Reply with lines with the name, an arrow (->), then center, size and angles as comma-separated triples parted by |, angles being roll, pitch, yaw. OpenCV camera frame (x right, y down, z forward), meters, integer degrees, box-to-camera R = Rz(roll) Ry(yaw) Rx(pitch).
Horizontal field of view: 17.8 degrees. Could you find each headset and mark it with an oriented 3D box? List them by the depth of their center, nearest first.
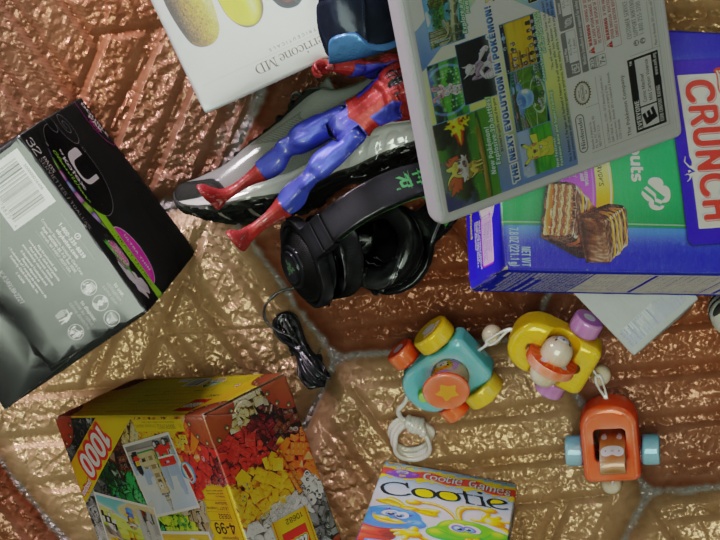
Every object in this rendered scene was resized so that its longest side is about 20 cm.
headset -> 0.000, 0.000, 1.623 | 0.200, 0.123, 0.094 | -43, 67, 40

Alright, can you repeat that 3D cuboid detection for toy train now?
toy train -> 0.115, 0.103, 1.648 | 0.200, 0.056, 0.150 | 1, 116, 7

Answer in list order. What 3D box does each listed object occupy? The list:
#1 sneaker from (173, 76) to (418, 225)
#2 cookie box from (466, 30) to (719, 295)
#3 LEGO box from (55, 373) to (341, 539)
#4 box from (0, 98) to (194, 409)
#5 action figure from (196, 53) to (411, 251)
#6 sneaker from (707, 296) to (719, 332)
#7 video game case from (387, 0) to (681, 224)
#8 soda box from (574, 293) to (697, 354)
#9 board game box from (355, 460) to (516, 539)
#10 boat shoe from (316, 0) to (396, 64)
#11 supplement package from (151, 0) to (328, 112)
sneaker -> -0.041, -0.087, 1.639 | 0.200, 0.074, 0.079 | -21, 77, 11
cookie box -> 0.175, -0.073, 1.552 | 0.200, 0.075, 0.171 | 1, 80, -17
LEGO box -> -0.114, 0.156, 1.629 | 0.200, 0.077, 0.149 | -6, 105, 53
box -> -0.218, -0.017, 1.597 | 0.124, 0.200, 0.149 | -34, 96, 10
action figure -> -0.022, -0.099, 1.550 | 0.200, 0.099, 0.065 | -35, 70, 4
sneaker -> 0.355, 0.039, 1.623 | 0.200, 0.076, 0.116 | -17, 105, 20
video game case -> 0.109, -0.149, 1.445 | 0.182, 0.022, 0.200 | -21, 118, -18
soda box -> 0.147, -0.037, 1.623 | 0.063, 0.068, 0.200 | -43, 95, 11
board game box -> 0.048, 0.218, 1.619 | 0.105, 0.200, 0.103 | 10, 103, 4
boat shoe -> 0.021, -0.189, 1.536 | 0.084, 0.200, 0.069 | -14, 100, 12
supplement package -> -0.093, -0.226, 1.586 | 0.114, 0.110, 0.200 | -24, 98, 10
